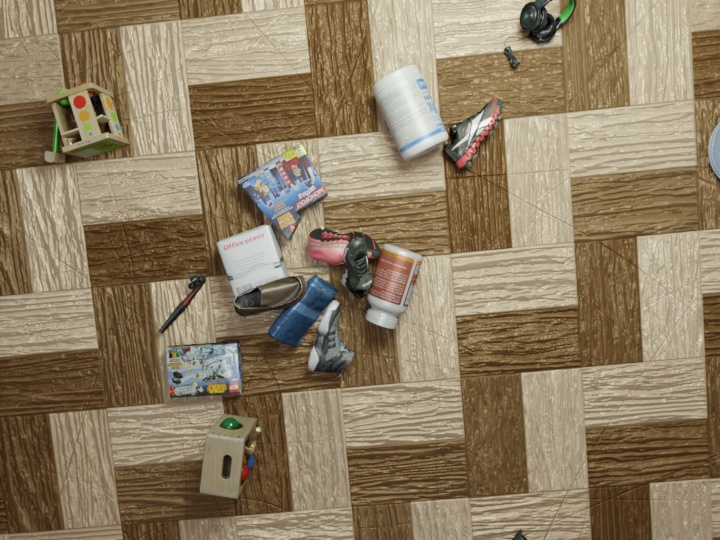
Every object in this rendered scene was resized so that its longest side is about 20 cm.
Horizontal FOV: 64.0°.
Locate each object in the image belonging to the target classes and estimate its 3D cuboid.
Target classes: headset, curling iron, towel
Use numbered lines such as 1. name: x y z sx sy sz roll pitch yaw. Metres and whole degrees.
1. headset: 0.446 -0.603 1.429 0.199 0.123 0.095 -34 65 32
2. curling iron: -0.484 0.087 1.553 0.049 0.026 0.201 31 101 -38
3. towel: -0.149 0.108 1.507 0.201 0.111 0.049 -50 56 4

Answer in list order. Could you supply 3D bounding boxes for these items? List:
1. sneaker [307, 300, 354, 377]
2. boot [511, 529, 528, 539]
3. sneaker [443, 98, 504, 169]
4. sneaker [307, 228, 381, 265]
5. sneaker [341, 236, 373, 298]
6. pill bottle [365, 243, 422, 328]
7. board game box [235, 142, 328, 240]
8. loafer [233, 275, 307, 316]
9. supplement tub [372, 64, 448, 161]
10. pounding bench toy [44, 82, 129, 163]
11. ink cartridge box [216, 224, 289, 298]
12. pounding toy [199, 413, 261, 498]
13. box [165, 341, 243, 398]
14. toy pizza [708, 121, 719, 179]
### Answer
1. sneaker: -0.063 0.186 1.531 0.112 0.076 0.203 19 101 -1
2. boot: 0.459 0.827 1.571 0.200 0.077 0.138 45 90 -3
3. sneaker: 0.285 -0.364 1.474 0.097 0.071 0.202 34 96 -4
4. sneaker: -0.044 -0.053 1.522 0.197 0.074 0.088 9 126 -7
5. sneaker: 0.000 0.000 1.451 0.066 0.201 0.091 -25 60 -23
6. pill bottle: 0.082 0.042 1.493 0.111 0.112 0.203 18 95 0
7. board game box: -0.190 -0.193 1.507 0.198 0.062 0.202 -28 94 4
8. loafer: -0.227 0.066 1.433 0.198 0.071 0.074 -22 79 3
9. supplement tub: 0.125 -0.392 1.446 0.130 0.132 0.202 -25 95 3
10. pounding bench toy: -0.732 -0.377 1.475 0.197 0.124 0.158 -18 94 3
11. ink cartridge box: -0.271 -0.002 1.513 0.144 0.086 0.203 -18 93 3
12. pounding toy: -0.323 0.467 1.504 0.140 0.184 0.203 8 95 1
13. box: -0.422 0.269 1.562 0.197 0.040 0.139 -3 94 2
14. toy pizza: 0.989 -0.311 1.479 0.197 0.032 0.204 0 95 0
